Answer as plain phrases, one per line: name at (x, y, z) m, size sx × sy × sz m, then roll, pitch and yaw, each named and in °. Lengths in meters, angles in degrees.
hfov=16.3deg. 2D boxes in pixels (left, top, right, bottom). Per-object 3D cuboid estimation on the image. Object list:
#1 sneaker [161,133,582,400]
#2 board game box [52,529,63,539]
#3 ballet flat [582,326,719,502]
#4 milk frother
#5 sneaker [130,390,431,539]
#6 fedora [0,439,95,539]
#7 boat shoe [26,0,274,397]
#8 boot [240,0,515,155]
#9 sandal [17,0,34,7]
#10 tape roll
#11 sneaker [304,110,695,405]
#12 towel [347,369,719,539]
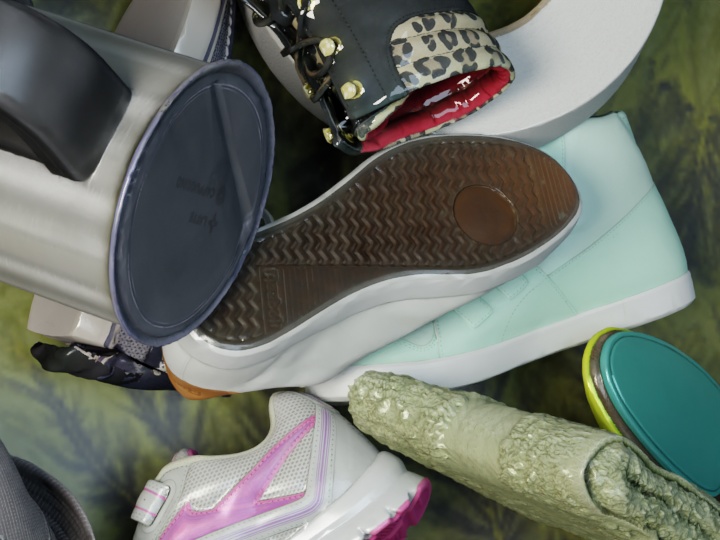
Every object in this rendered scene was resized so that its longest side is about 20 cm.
sneaker at (0.000, 0.000, 1.088) m, size 0.200 × 0.085 × 0.073 m, roll -19°, pitch 69°, yaw -24°
board game box at (-0.196, 0.176, 1.026) m, size 0.200 × 0.135 × 0.028 m, roll -29°, pitch 131°, yaw -19°
ballet flat at (0.162, 0.092, 1.184) m, size 0.200 × 0.067 × 0.067 m, roll 30°, pitch 57°, yaw -29°
milk frother at (-0.168, -0.016, 0.972) m, size 0.188 × 0.180 × 0.200 m, roll 18°, pitch 91°, yaw 24°
sneaker at (-0.069, 0.128, 1.102) m, size 0.200 × 0.081 × 0.088 m, roll -37°, pitch 76°, yaw -7°
fedora at (-0.200, 0.122, 0.995) m, size 0.200 × 0.177 × 0.090 m, roll -43°, pitch 139°, yaw -33°
boat shoe at (-0.076, -0.038, 1.121) m, size 0.093 × 0.075 × 0.200 m, roll 23°, pitch 81°, yaw -31°
boot at (-0.043, -0.120, 1.051) m, size 0.203 × 0.073 × 0.154 m, roll -17°, pitch 70°, yaw -28°
sandal at (-0.186, -0.148, 1.075) m, size 0.048 × 0.075 × 0.201 m, roll -25°, pitch 96°, yaw -28°
tape roll at (0.041, -0.148, 1.147) m, size 0.203 × 0.037 × 0.203 m, roll 2°, pitch 71°, yaw -5°
sneaker at (0.050, -0.011, 1.157) m, size 0.200 × 0.074 × 0.118 m, roll -19°, pitch 93°, yaw -24°
towel at (0.095, 0.094, 1.093) m, size 0.200 × 0.148 × 0.037 m, roll 30°, pitch 79°, yaw -50°
